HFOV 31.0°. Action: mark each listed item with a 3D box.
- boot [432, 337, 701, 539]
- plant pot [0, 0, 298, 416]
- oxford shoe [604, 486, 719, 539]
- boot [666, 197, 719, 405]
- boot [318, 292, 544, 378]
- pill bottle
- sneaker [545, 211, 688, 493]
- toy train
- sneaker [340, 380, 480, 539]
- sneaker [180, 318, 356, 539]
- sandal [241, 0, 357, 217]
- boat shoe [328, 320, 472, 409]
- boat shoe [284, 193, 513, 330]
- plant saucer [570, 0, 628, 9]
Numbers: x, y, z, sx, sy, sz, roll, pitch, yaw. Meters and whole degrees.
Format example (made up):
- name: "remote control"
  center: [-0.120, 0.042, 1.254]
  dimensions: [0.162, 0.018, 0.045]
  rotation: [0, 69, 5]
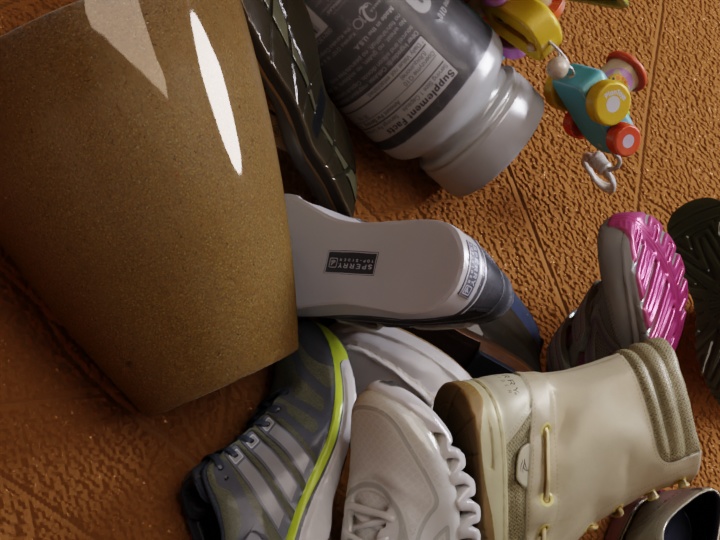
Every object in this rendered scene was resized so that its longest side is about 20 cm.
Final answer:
- name: "boot"
  center: [0.123, 0.145, 0.753]
  dimensions: [0.154, 0.073, 0.202]
  rotation: [-12, 105, -23]
- name: "plant pot"
  center: [-0.115, -0.030, 0.712]
  dimensions: [0.186, 0.186, 0.202]
  rotation: [-25, 92, -40]
- name: "oxford shoe"
  center: [0.179, 0.216, 0.814]
  dimensions: [0.070, 0.074, 0.201]
  rotation: [34, 51, -12]
- name: "boot"
  center: [0.285, 0.056, 0.917]
  dimensions: [0.200, 0.066, 0.177]
  rotation: [41, 36, -53]
- name: "boot"
  center: [0.040, 0.023, 0.852]
  dimensions: [0.200, 0.075, 0.097]
  rotation: [40, 28, -2]
- name: "pill bottle"
  center: [0.025, -0.150, 0.889]
  dimensions: [0.200, 0.113, 0.114]
  rotation: [41, 49, -18]
- name: "sneaker"
  center: [0.159, 0.053, 0.838]
  dimensions: [0.081, 0.087, 0.202]
  rotation: [-47, 138, -49]
- name: "toy train"
  center: [0.135, -0.154, 0.933]
  dimensions: [0.056, 0.150, 0.200]
  rotation: [-42, 79, -6]
- name: "sneaker"
  center: [0.018, 0.161, 0.694]
  dimensions: [0.081, 0.075, 0.202]
  rotation: [-15, 103, -36]
- name: "sneaker"
  center: [-0.055, 0.110, 0.725]
  dimensions: [0.080, 0.074, 0.202]
  rotation: [21, 53, -17]
- name: "sandal"
  center: [-0.052, -0.113, 0.821]
  dimensions: [0.082, 0.054, 0.201]
  rotation: [-80, 155, -44]
- name: "boat shoe"
  center: [0.049, 0.111, 0.790]
  dimensions: [0.200, 0.071, 0.070]
  rotation: [41, 49, -9]
- name: "boat shoe"
  center: [0.000, 0.000, 0.763]
  dimensions: [0.068, 0.199, 0.072]
  rotation: [28, 72, -47]
- name: "plant saucer"
  center: [0.074, -0.252, 0.895]
  dimensions: [0.200, 0.198, 0.048]
  rotation: [22, 87, -58]
